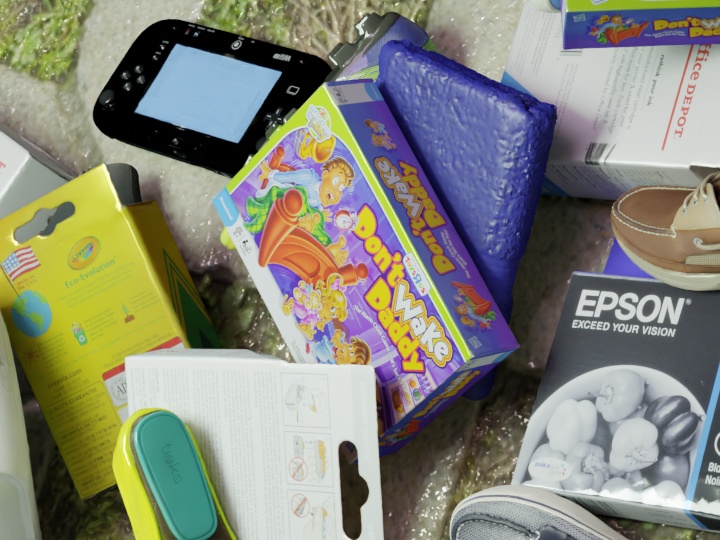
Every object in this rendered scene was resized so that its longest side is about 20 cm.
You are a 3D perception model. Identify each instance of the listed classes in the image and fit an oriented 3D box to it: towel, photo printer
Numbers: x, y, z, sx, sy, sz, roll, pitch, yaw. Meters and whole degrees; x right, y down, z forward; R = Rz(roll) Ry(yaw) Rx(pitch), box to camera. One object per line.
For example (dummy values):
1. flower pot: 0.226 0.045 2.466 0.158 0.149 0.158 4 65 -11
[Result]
1. towel: 0.053 -0.034 1.613 0.147 0.049 0.201 29 116 37
2. photo printer: -0.262 0.114 1.714 0.069 0.200 0.167 -10 59 -9

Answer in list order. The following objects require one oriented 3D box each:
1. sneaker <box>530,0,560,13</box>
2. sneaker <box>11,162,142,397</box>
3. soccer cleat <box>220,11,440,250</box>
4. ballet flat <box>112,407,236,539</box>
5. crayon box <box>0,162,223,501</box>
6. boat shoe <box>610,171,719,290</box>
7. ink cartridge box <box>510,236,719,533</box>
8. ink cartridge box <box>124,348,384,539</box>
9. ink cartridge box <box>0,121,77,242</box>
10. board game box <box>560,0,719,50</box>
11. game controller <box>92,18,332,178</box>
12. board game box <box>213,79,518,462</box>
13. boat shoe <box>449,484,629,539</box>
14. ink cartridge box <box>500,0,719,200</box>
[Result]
1. sneaker: 0.196 -0.220 1.596 0.111 0.077 0.200 15 39 36
2. sneaker: -0.225 0.011 1.833 0.200 0.075 0.106 -32 41 18
3. soccer cleat: -0.018 -0.084 1.720 0.200 0.084 0.065 -51 9 1
4. ballet flat: -0.110 0.185 1.601 0.067 0.067 0.201 -35 73 55
5. crayon box: -0.171 0.040 1.723 0.127 0.051 0.201 -25 87 23
6. boat shoe: 0.227 -0.030 1.488 0.199 0.072 0.076 13 44 45
7. ink cartridge box: 0.205 0.055 1.516 0.197 0.043 0.201 5 69 37
8. ink cartridge box: -0.059 0.134 1.616 0.199 0.057 0.163 0 96 31
9. ink cartridge box: -0.315 -0.021 1.893 0.145 0.083 0.200 33 89 41
10. board game box: 0.185 -0.233 1.541 0.134 0.045 0.201 -2 64 1
11. game controller: -0.107 -0.124 1.826 0.199 0.042 0.105 18 79 39
12. board game box: 0.000 0.000 1.594 0.134 0.045 0.201 -44 67 40
13. boat shoe: 0.111 0.186 1.470 0.199 0.093 0.075 17 116 39
14. ink cartridge box: 0.187 -0.106 1.591 0.199 0.068 0.117 6 71 38
